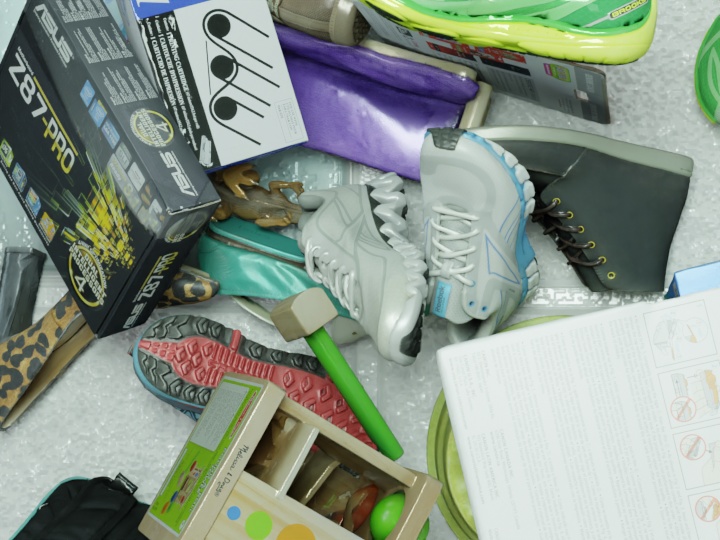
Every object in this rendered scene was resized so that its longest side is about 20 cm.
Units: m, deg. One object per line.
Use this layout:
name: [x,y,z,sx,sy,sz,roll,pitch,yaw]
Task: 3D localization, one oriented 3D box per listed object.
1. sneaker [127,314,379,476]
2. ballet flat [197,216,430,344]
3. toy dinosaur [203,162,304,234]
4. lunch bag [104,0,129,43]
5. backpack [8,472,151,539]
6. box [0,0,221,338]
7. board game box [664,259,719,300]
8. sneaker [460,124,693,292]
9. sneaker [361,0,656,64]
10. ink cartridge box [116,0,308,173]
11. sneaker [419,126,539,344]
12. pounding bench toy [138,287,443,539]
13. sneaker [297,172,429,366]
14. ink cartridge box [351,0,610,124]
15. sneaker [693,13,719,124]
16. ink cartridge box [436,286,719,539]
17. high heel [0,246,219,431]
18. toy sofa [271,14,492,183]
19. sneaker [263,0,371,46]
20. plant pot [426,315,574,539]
sneaker: [-0.077,0.091,1.138,0.200,0.096,0.079,29,73,-13]
ballet flat: [-0.028,0.016,1.147,0.200,0.067,0.071,15,112,11]
toy dinosaur: [-0.106,-0.062,1.152,0.200,0.106,0.061,23,95,5]
lunch bag: [-0.162,-0.203,1.143,0.161,0.082,0.201,10,83,46]
backpack: [-0.186,0.255,1.077,0.175,0.200,0.154,21,110,11]
box: [-0.186,-0.077,1.066,0.200,0.049,0.161,59,138,17]
board game box: [0.244,0.076,1.017,0.045,0.200,0.153,-15,83,7]
sneaker: [0.143,-0.042,1.076,0.199,0.075,0.107,8,90,-20]
sneaker: [0.079,-0.177,0.921,0.199,0.074,0.084,11,96,1]
ink cartridge box: [-0.112,-0.169,1.053,0.094,0.044,0.201,-18,94,-18]
sneaker: [0.073,-0.012,1.039,0.075,0.200,0.087,17,59,29]
pounding bench toy: [-0.025,0.131,1.033,0.156,0.124,0.200,31,79,-15]
sneaker: [0.000,0.000,1.051,0.081,0.200,0.075,1,119,-10]
ink cartridge box: [0.102,-0.178,1.063,0.175,0.200,0.084,19,90,10]
sneaker: [0.299,-0.192,1.089,0.074,0.084,0.200,30,91,11]
ink cartridge box: [0.159,0.104,0.924,0.199,0.050,0.161,-13,83,4]
high heel: [-0.198,0.058,1.157,0.199,0.071,0.143,3,79,26]
toy sofa: [-0.008,-0.125,1.131,0.200,0.098,0.083,18,88,10]
sneaker: [-0.005,-0.239,1.108,0.075,0.071,0.200,17,44,11]
plant pot: [0.132,0.125,1.041,0.200,0.184,0.201,-1,85,10]
